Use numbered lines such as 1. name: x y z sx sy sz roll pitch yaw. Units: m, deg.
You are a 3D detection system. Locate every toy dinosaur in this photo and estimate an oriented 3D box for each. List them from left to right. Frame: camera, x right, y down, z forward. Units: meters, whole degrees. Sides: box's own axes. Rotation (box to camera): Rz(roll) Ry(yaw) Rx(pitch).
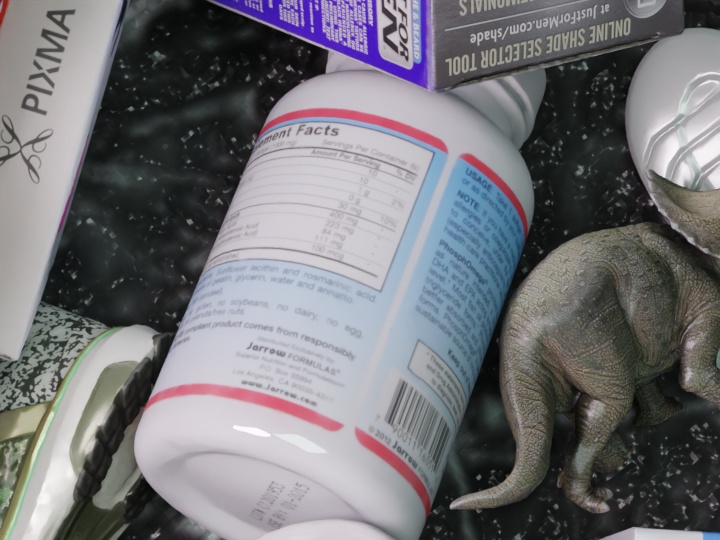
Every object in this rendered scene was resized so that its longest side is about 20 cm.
1. toy dinosaur: 0.092 0.024 1.025 0.199 0.077 0.103 -28 105 -25

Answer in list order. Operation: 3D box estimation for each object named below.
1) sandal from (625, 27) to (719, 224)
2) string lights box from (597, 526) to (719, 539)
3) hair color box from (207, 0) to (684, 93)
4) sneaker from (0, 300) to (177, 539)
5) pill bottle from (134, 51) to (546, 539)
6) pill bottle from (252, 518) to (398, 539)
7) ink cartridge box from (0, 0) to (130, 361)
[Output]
1. sandal: 0.187 -0.016 1.080 0.202 0.050 0.083 39 98 14
2. string lights box: 0.185 0.134 1.029 0.199 0.103 0.059 3 80 -9
3. hair color box: 0.012 -0.123 0.979 0.109 0.200 0.065 -15 116 -31
4. sneaker: -0.142 0.096 1.016 0.088 0.077 0.201 28 78 28
5. pill bottle: 0.000 0.000 1.008 0.108 0.109 0.201 24 64 -5
6. pill bottle: 0.009 0.194 0.957 0.113 0.113 0.201 -36 119 -12
7. ink cartridge box: -0.110 -0.062 0.935 0.043 0.174 0.201 16 111 -6
